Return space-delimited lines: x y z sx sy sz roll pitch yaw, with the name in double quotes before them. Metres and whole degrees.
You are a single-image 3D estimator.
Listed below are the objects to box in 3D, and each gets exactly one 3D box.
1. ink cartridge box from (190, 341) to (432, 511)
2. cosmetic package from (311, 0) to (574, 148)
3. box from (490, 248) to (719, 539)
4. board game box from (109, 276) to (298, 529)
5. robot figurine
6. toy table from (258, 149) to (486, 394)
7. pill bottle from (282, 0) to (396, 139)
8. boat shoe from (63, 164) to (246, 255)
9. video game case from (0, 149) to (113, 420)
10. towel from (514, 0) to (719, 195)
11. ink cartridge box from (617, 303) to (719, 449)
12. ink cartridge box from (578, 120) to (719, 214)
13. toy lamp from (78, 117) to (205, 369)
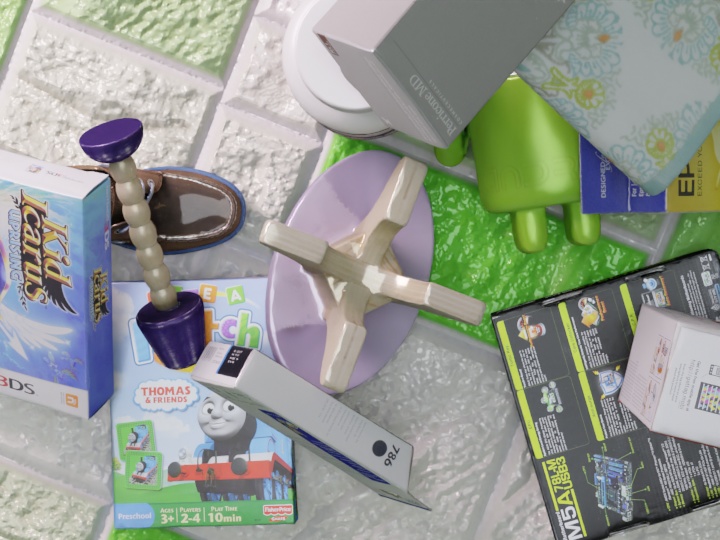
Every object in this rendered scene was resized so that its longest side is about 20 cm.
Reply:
"ink cartridge box" -0.031 0.121 1.576 0.199 0.099 0.039 35 77 -23
"cosmetic package" 0.074 -0.196 1.400 0.200 0.090 0.107 -52 127 -12
"box" 0.222 0.104 1.620 0.192 0.048 0.202 -17 91 5
"board game box" -0.129 0.107 1.637 0.150 0.037 0.202 -2 91 2
"robot figurine" 0.143 -0.116 1.581 0.174 0.116 0.202 -9 91 1
"toy table" 0.000 0.000 1.571 0.182 0.117 0.202 9 87 -12
"pill bottle" 0.000 -0.164 1.543 0.118 0.200 0.121 0 91 2
"boat shoe" -0.192 -0.049 1.617 0.198 0.072 0.073 1 91 2
"video game case" -0.282 0.003 1.570 0.180 0.045 0.202 14 121 18
"towel" 0.215 -0.184 1.490 0.171 0.048 0.201 39 78 -15
"ink cartridge box" 0.295 0.090 1.495 0.174 0.200 0.085 14 93 1
"ink cartridge box" 0.256 -0.144 1.560 0.199 0.047 0.200 -3 93 -37
"toy lamp" -0.164 -0.017 1.563 0.058 0.058 0.201 -15 115 2
